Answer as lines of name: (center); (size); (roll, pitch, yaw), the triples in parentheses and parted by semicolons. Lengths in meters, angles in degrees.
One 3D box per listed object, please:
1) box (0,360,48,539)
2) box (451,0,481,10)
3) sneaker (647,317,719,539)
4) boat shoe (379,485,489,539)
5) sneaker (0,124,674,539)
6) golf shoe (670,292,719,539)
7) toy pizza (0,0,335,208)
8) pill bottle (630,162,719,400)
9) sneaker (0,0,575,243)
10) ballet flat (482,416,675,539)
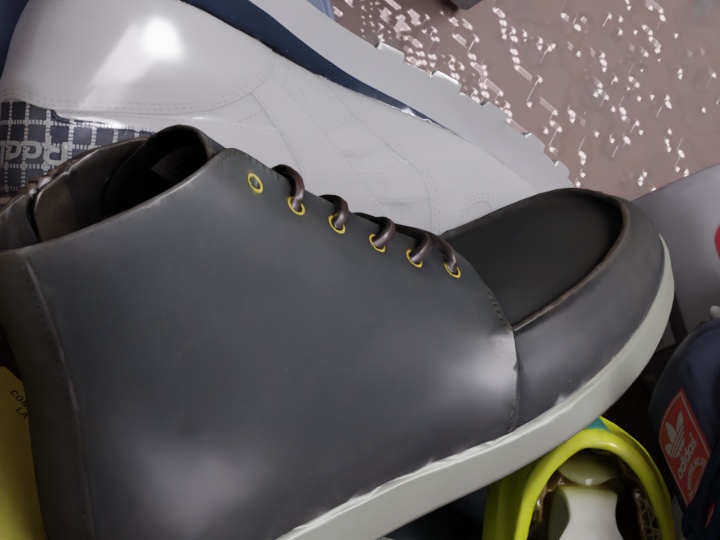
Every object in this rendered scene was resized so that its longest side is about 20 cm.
box: (-0.133, 0.086, 0.687); (0.050, 0.075, 0.200); (44, 29, 10)
box: (0.016, -0.194, 0.861); (0.200, 0.152, 0.107); (36, 60, -19)
sneaker: (0.100, 0.063, 0.715); (0.084, 0.075, 0.200); (29, 41, 7)
boat shoe: (-0.007, 0.085, 0.791); (0.199, 0.066, 0.075); (-16, 126, -54)
sneaker: (0.000, 0.000, 0.731); (0.200, 0.075, 0.107); (-31, 116, -37)
golf shoe: (0.110, 0.089, 0.818); (0.091, 0.075, 0.201); (26, 99, 11)
toy pizza: (-0.080, -0.071, 0.820); (0.200, 0.032, 0.201); (25, 55, -42)
pill bottle: (0.153, 0.061, 0.899); (0.110, 0.111, 0.201); (-15, 85, -34)
sneaker: (-0.018, -0.022, 0.801); (0.199, 0.076, 0.081); (26, 68, -38)
ballet flat: (0.053, 0.133, 0.742); (0.066, 0.067, 0.201); (4, 78, -5)
